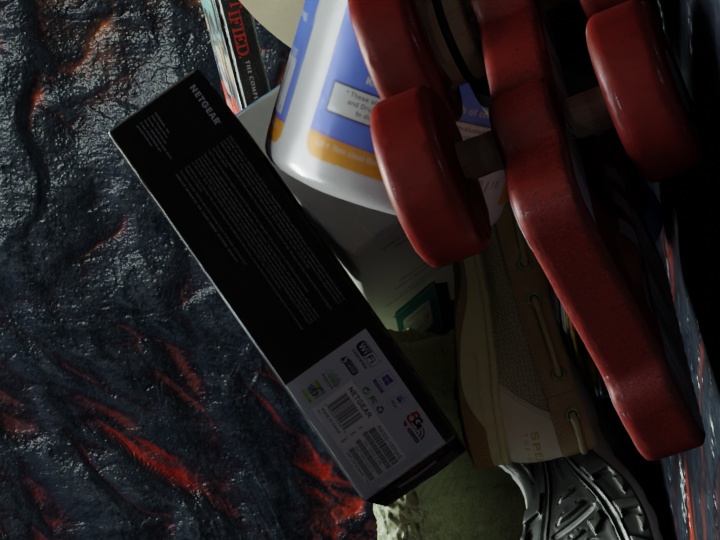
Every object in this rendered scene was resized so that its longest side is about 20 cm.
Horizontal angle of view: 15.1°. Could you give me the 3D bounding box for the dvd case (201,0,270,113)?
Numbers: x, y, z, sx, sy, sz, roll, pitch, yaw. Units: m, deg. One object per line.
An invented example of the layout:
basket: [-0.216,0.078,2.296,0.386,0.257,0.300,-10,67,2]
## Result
dvd case: [-0.075,-0.139,1.594,0.146,0.022,0.201,-123,17,-75]

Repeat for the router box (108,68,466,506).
router box: [-0.029,0.013,1.248,0.200,0.052,0.157,55,180,6]

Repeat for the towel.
towel: [0.067,0.102,1.397,0.200,0.036,0.149,0,-101,-53]

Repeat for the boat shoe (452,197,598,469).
boat shoe: [0.077,-0.003,1.294,0.073,0.063,0.201,71,-164,-58]

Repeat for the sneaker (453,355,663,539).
sneaker: [0.112,0.115,1.300,0.079,0.074,0.200,34,-152,-43]

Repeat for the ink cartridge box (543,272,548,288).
ink cartridge box: [0.074,-0.046,1.567,0.165,0.075,0.200,83,179,-55]

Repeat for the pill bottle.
pill bottle: [0.036,-0.128,1.181,0.112,0.112,0.201,-105,31,-77]

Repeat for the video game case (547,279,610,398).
video game case: [0.105,-0.053,1.309,0.181,0.025,0.201,-107,11,-81]

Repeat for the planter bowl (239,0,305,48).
planter bowl: [-0.016,-0.211,1.403,0.201,0.134,0.200,-63,4,9]

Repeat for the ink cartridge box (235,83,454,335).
ink cartridge box: [0.000,0.000,1.424,0.116,0.067,0.200,45,162,31]

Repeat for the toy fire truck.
toy fire truck: [0.081,-0.042,1.063,0.200,0.112,0.168,-98,-17,-51]
